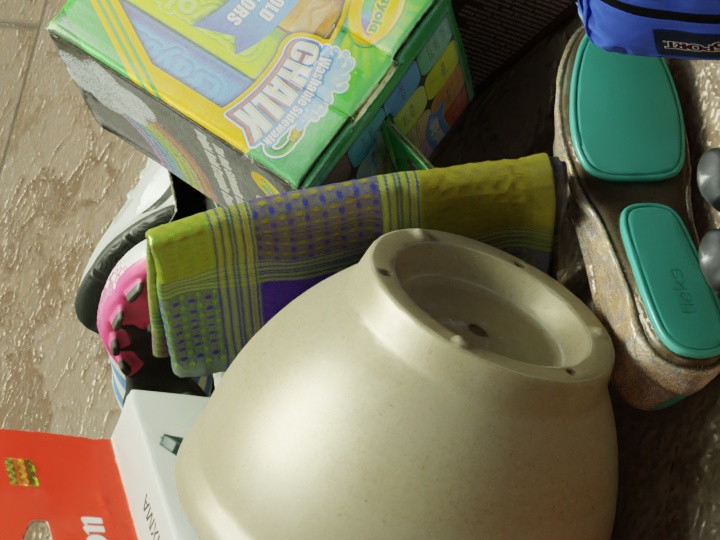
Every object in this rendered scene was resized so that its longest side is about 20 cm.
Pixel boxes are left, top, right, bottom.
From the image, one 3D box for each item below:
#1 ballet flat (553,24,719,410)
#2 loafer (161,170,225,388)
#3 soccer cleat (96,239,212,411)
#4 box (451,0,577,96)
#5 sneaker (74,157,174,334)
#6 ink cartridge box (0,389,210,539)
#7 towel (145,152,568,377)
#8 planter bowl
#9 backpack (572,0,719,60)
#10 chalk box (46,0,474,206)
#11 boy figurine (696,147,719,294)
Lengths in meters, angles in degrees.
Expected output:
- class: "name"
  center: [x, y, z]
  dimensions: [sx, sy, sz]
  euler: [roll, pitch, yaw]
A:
- class: "ballet flat"
  center: [0.120, -0.023, 1.221]
  dimensions: [0.067, 0.068, 0.201]
  euler: [119, 151, -51]
- class: "loafer"
  center: [-0.075, -0.006, 1.372]
  dimensions: [0.075, 0.069, 0.201]
  euler: [-8, 90, 59]
- class: "soccer cleat"
  center: [-0.117, 0.021, 1.497]
  dimensions: [0.200, 0.069, 0.087]
  euler: [99, 164, -57]
- class: "box"
  center: [0.060, -0.165, 1.369]
  dimensions: [0.200, 0.075, 0.101]
  euler: [-41, 45, 44]
- class: "sneaker"
  center: [-0.104, -0.055, 1.591]
  dimensions: [0.201, 0.075, 0.116]
  euler: [-49, 30, 22]
- class: "ink cartridge box"
  center: [-0.104, 0.144, 1.384]
  dimensions: [0.044, 0.173, 0.200]
  euler: [-63, 33, 34]
- class: "towel"
  center: [0.000, 0.000, 1.230]
  dimensions: [0.144, 0.199, 0.023]
  euler: [94, 166, -61]
- class: "planter bowl"
  center: [0.033, 0.068, 1.169]
  dimensions: [0.135, 0.199, 0.200]
  euler: [-65, 32, 25]
- class: "backpack"
  center: [0.137, -0.161, 1.024]
  dimensions: [0.162, 0.200, 0.169]
  euler: [7, 66, 15]
- class: "chalk box"
  center: [-0.027, -0.089, 1.264]
  dimensions: [0.200, 0.125, 0.124]
  euler: [32, 77, 16]
- class: "boy figurine"
  center: [0.221, -0.053, 1.074]
  dimensions: [0.200, 0.064, 0.125]
  euler: [-29, 52, 48]
